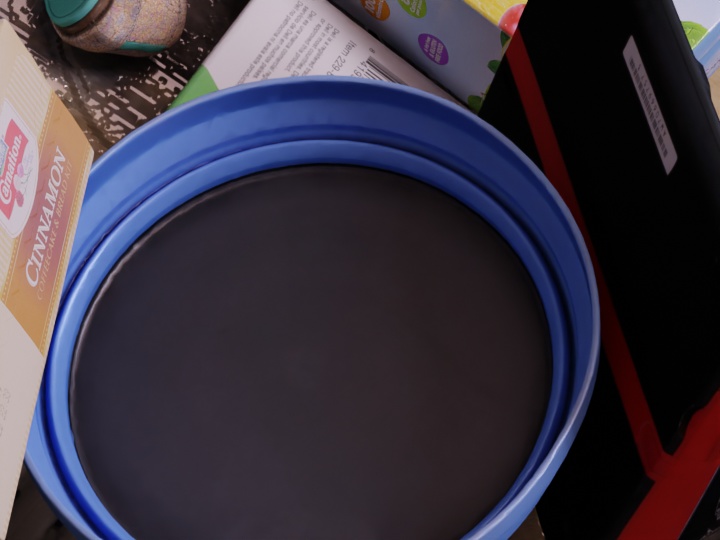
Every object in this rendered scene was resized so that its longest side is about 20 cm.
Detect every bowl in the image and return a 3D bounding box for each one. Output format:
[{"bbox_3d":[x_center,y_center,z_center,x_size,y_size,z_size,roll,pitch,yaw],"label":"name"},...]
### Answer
[{"bbox_3d":[-0.019,0.026,0.794,0.199,0.039,0.202,-3,59,5],"label":"bowl"}]

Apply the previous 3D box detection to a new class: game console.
[{"bbox_3d":[0.086,-0.009,0.817,0.031,0.177,0.201,0,51,-21],"label":"game console"}]

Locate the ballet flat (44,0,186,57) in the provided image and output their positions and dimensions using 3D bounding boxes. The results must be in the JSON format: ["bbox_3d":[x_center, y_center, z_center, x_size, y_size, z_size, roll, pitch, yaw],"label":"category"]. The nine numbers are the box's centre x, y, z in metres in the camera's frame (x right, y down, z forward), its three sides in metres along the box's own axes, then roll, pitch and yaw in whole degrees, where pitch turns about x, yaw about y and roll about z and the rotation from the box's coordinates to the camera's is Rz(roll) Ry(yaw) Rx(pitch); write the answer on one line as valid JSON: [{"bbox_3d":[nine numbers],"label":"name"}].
[{"bbox_3d":[-0.110,-0.177,1.018,0.067,0.068,0.201,16,58,-43],"label":"ballet flat"}]

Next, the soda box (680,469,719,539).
[{"bbox_3d":[0.126,0.113,0.869,0.070,0.200,0.064,31,58,-6],"label":"soda box"}]

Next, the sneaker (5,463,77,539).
[{"bbox_3d":[-0.116,0.054,0.861,0.199,0.080,0.089,31,45,-15],"label":"sneaker"}]

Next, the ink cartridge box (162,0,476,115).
[{"bbox_3d":[0.000,0.000,0.946,0.200,0.084,0.146,37,51,-4],"label":"ink cartridge box"}]

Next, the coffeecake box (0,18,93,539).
[{"bbox_3d":[-0.201,0.011,0.763,0.073,0.199,0.154,59,32,-48],"label":"coffeecake box"}]

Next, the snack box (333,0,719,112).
[{"bbox_3d":[0.074,-0.154,0.975,0.200,0.068,0.169,39,63,13],"label":"snack box"}]

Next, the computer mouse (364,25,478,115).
[{"bbox_3d":[0.086,-0.064,1.015,0.200,0.110,0.044,39,88,14],"label":"computer mouse"}]

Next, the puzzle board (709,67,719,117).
[{"bbox_3d":[0.209,-0.054,1.091,0.199,0.017,0.152,22,89,-14],"label":"puzzle board"}]
